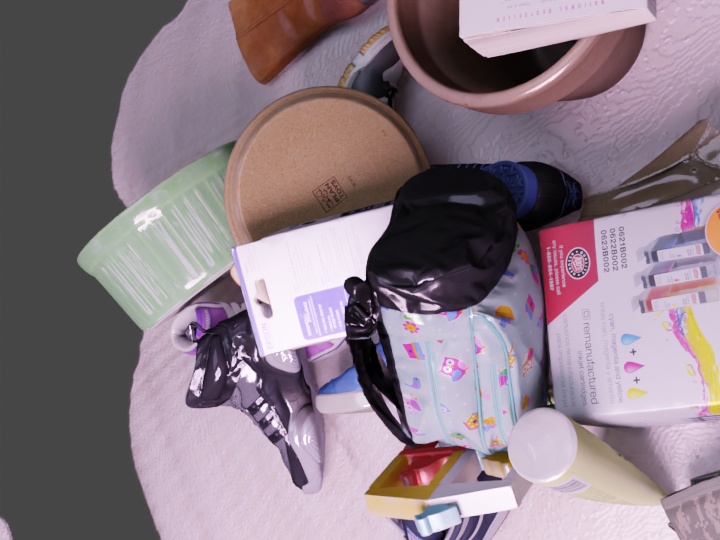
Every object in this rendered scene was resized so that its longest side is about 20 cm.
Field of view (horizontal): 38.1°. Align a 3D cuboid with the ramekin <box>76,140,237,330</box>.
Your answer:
[{"bbox_3d":[-0.168,-0.029,1.025,0.199,0.200,0.098,-36,93,26],"label":"ramekin"}]

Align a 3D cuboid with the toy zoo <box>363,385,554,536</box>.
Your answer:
[{"bbox_3d":[0.089,0.148,0.831,0.130,0.200,0.021,-11,105,34],"label":"toy zoo"}]

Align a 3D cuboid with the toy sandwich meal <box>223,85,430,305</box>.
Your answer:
[{"bbox_3d":[-0.029,-0.060,0.926,0.203,0.070,0.208,0,91,-3],"label":"toy sandwich meal"}]

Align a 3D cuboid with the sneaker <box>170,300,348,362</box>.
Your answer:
[{"bbox_3d":[-0.099,0.056,1.018,0.199,0.114,0.074,-16,74,31],"label":"sneaker"}]

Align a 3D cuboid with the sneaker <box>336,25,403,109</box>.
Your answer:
[{"bbox_3d":[0.011,-0.131,1.000,0.087,0.076,0.201,31,105,16],"label":"sneaker"}]

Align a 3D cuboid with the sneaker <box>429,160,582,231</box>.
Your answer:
[{"bbox_3d":[0.106,-0.061,0.922,0.199,0.077,0.071,5,90,56],"label":"sneaker"}]

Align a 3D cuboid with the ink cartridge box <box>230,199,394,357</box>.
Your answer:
[{"bbox_3d":[0.000,0.000,0.866,0.198,0.039,0.101,-13,101,5],"label":"ink cartridge box"}]

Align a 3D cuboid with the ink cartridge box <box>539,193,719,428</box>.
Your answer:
[{"bbox_3d":[0.253,0.033,0.753,0.198,0.144,0.147,-11,74,33],"label":"ink cartridge box"}]

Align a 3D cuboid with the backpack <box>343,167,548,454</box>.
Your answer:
[{"bbox_3d":[0.074,0.046,0.770,0.125,0.167,0.202,6,128,26],"label":"backpack"}]

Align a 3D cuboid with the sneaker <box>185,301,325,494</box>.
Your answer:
[{"bbox_3d":[-0.100,0.125,0.984,0.113,0.076,0.202,-11,110,5],"label":"sneaker"}]

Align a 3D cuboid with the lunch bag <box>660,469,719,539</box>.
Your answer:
[{"bbox_3d":[0.308,0.201,0.710,0.165,0.117,0.200,67,149,17],"label":"lunch bag"}]

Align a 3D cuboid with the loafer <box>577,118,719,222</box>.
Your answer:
[{"bbox_3d":[0.262,-0.076,0.809,0.198,0.076,0.068,-18,74,22],"label":"loafer"}]

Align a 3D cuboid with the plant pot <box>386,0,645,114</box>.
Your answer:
[{"bbox_3d":[0.146,-0.211,0.840,0.198,0.174,0.203,-4,82,33],"label":"plant pot"}]

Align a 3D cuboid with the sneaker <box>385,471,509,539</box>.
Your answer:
[{"bbox_3d":[0.055,0.253,0.890,0.070,0.108,0.202,29,101,34],"label":"sneaker"}]

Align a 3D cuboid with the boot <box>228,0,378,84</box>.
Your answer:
[{"bbox_3d":[-0.060,-0.320,1.081,0.199,0.068,0.190,-27,77,37],"label":"boot"}]

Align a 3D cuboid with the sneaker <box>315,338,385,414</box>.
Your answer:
[{"bbox_3d":[0.039,0.062,0.942,0.199,0.076,0.112,-19,75,32],"label":"sneaker"}]

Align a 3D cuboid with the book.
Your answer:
[{"bbox_3d":[0.137,-0.262,0.724,0.132,0.048,0.203,-4,81,31],"label":"book"}]

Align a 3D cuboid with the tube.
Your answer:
[{"bbox_3d":[0.170,0.147,0.770,0.052,0.200,0.058,-40,53,13],"label":"tube"}]
